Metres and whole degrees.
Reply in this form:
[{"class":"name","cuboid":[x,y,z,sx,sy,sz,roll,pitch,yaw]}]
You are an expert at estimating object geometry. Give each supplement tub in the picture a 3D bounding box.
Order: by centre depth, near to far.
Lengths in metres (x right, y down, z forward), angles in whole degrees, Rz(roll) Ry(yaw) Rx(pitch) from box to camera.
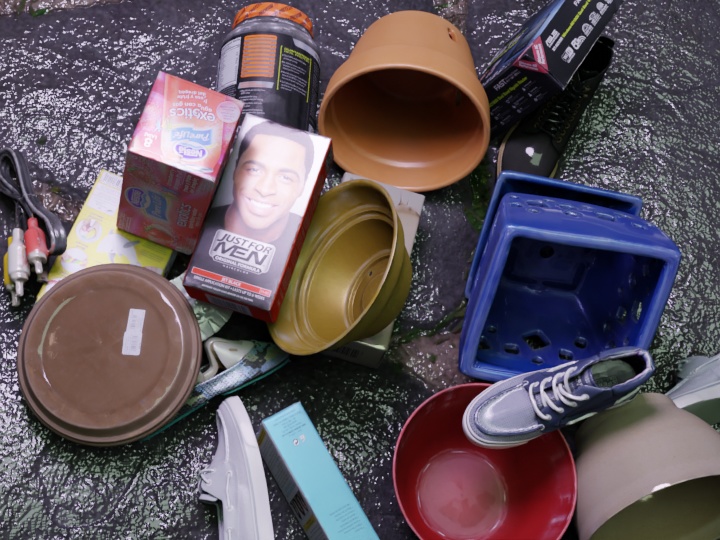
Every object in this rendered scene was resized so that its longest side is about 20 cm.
[{"class":"supplement tub","cuboid":[-0.110,-0.204,1.511,0.122,0.123,0.200,8,67,-8]}]

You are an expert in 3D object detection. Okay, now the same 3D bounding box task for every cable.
[{"class":"cable","cuboid":[-0.372,-0.065,1.408,0.050,0.097,0.200,4,55,-43]}]

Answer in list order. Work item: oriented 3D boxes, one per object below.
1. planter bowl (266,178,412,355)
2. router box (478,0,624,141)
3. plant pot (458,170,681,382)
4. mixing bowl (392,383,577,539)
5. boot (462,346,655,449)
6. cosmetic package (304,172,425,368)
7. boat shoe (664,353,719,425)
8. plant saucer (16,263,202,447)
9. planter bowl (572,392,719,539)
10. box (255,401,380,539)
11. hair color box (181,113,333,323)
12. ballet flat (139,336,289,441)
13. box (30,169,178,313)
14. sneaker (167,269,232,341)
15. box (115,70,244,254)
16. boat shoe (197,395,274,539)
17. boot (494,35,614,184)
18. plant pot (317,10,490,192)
[{"class":"planter bowl","cuboid":[-0.006,0.010,1.365,0.083,0.200,0.201,30,61,-36]},{"class":"router box","cuboid":[0.212,-0.255,1.548,0.062,0.200,0.150,40,66,-8]},{"class":"plant pot","cuboid":[0.221,0.006,1.440,0.200,0.200,0.180,10,30,-6]},{"class":"mixing bowl","cuboid":[0.121,0.233,1.389,0.200,0.108,0.200,4,67,-10]},{"class":"boot","cuboid":[0.203,0.125,1.332,0.200,0.090,0.073,-19,73,-9]},{"class":"cosmetic package","cuboid":[0.000,0.000,1.478,0.103,0.073,0.200,15,67,-4]},{"class":"boat shoe","cuboid":[0.409,0.134,1.515,0.201,0.070,0.072,-22,51,-14]},{"class":"plant saucer","cuboid":[-0.267,0.084,1.353,0.200,0.029,0.200,-1,72,3]},{"class":"planter bowl","cuboid":[0.312,0.219,1.398,0.200,0.200,0.135,-8,52,-14]},{"class":"box","cuboid":[-0.041,0.244,1.367,0.049,0.082,0.200,-27,76,-20]},{"class":"hair color box","cuboid":[-0.107,-0.056,1.367,0.101,0.061,0.200,17,75,6]},{"class":"ballet flat","cuboid":[-0.170,0.112,1.396,0.200,0.074,0.074,-29,76,-21]},{"class":"box","cuboid":[-0.278,-0.002,1.439,0.117,0.048,0.200,23,64,-2]},{"class":"sneaker","cuboid":[-0.170,0.022,1.434,0.200,0.080,0.076,-43,98,-20]},{"class":"box","cuboid":[-0.195,-0.109,1.366,0.095,0.200,0.103,20,66,-6]},{"class":"boat shoe","cuboid":[-0.138,0.235,1.365,0.068,0.072,0.200,-8,79,-14]},{"class":"boot","cuboid":[0.234,-0.186,1.561,0.077,0.138,0.200,27,68,-2]},{"class":"plant pot","cuboid":[0.057,-0.210,1.521,0.200,0.200,0.140,14,49,-5]}]
